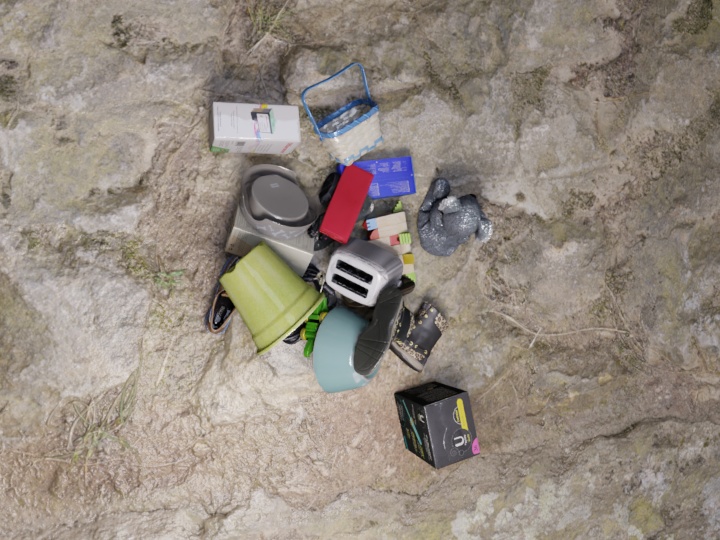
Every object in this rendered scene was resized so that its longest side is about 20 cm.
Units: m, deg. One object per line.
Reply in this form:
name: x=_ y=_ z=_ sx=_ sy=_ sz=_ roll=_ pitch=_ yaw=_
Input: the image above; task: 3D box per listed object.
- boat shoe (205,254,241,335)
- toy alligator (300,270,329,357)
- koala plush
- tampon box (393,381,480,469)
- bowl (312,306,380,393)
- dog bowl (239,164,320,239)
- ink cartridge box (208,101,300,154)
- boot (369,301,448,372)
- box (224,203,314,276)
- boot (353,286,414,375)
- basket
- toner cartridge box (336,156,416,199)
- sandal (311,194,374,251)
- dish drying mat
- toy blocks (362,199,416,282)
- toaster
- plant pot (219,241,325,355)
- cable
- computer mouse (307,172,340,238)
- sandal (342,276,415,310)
boat shoe: x=-0.301 y=0.055 z=1.489 sx=0.071 sy=0.072 sz=0.206 roll=20 pitch=82 yaw=-16
toy alligator: x=-0.096 y=0.107 z=1.519 sx=0.054 sy=0.058 sz=0.206 roll=28 pitch=70 yaw=-55
koala plush: x=0.243 y=-0.126 z=1.608 sx=0.176 sy=0.199 sz=0.186 roll=37 pitch=78 yaw=-14
tampon box: x=0.185 y=0.373 z=1.574 sx=0.123 sy=0.199 sz=0.155 roll=-13 pitch=93 yaw=-17
bowl: x=-0.016 y=0.193 z=1.508 sx=0.199 sy=0.102 sz=0.208 roll=-10 pitch=102 yaw=-58
dog bowl: x=-0.192 y=-0.156 z=1.489 sx=0.195 sy=0.059 sz=0.204 roll=19 pitch=42 yaw=-17
ink cartridge box: x=-0.247 y=-0.326 z=1.480 sx=0.194 sy=0.144 sz=0.087 roll=-2 pitch=89 yaw=-18
boot: x=0.127 y=0.142 z=1.628 sx=0.200 sy=0.073 sz=0.151 roll=44 pitch=77 yaw=-16
box: x=-0.210 y=-0.070 z=1.501 sx=0.195 sy=0.079 sz=0.096 roll=20 pitch=38 yaw=-16
boot: x=0.061 y=0.156 z=1.467 sx=0.072 sy=0.154 sz=0.208 roll=18 pitch=77 yaw=25
basket: x=-0.041 y=-0.372 z=1.543 sx=0.174 sy=0.139 sz=0.204 roll=-30 pitch=125 yaw=-17
toner cartridge box: x=0.041 y=-0.230 z=1.626 sx=0.194 sy=0.043 sz=0.098 roll=-9 pitch=92 yaw=-18
sandal: x=-0.051 y=-0.119 z=1.567 sx=0.198 sy=0.048 sz=0.076 roll=-37 pitch=118 yaw=-1
dish drying mat: x=-0.033 y=-0.163 z=1.539 sx=0.075 sy=0.018 sz=0.204 roll=23 pitch=64 yaw=-4
toy blocks: x=0.055 y=-0.060 z=1.609 sx=0.133 sy=0.100 sz=0.206 roll=-12 pitch=101 yaw=-5
toaster: x=0.000 y=0.000 z=1.522 sx=0.196 sy=0.129 sz=0.116 roll=27 pitch=112 yaw=12
plant pot: x=-0.208 y=0.048 z=1.413 sx=0.200 sy=0.200 sz=0.186 roll=-41 pitch=98 yaw=-15
cable: x=-0.159 y=0.079 z=1.547 sx=0.199 sy=0.051 sz=0.165 roll=-40 pitch=101 yaw=-14
computer mouse: x=-0.085 y=-0.156 z=1.549 sx=0.034 sy=0.058 sz=0.204 roll=35 pitch=56 yaw=-26
sandal: x=0.049 y=0.066 z=1.615 sx=0.195 sy=0.082 sz=0.056 roll=-17 pitch=129 yaw=-28
